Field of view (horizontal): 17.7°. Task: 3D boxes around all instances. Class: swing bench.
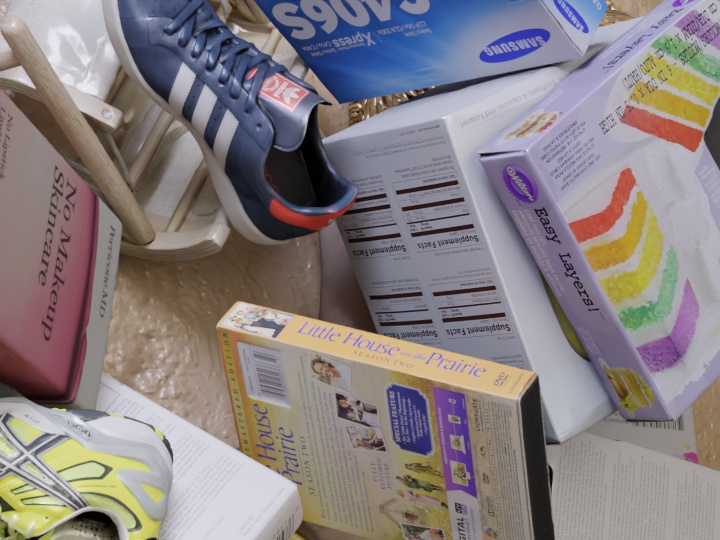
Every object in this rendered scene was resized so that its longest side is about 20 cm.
[{"bbox_3d":[-0.140,-0.139,1.403,0.200,0.129,0.200,47,54,-31],"label":"swing bench"}]

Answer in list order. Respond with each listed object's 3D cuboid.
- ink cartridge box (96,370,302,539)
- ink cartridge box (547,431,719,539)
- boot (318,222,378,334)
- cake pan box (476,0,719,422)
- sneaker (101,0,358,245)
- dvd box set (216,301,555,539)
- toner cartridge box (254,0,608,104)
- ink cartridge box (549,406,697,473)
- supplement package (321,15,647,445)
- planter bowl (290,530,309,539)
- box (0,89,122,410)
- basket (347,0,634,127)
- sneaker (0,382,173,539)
[{"bbox_3d":[-0.158,0.142,1.324,0.199,0.050,0.161,27,54,21],"label":"ink cartridge box"},{"bbox_3d":[0.170,0.169,1.444,0.199,0.050,0.110,19,66,-25],"label":"ink cartridge box"},{"bbox_3d":[0.000,0.000,1.470,0.199,0.070,0.147,-17,85,-20],"label":"boot"},{"bbox_3d":[0.183,-0.042,1.323,0.200,0.052,0.185,-38,110,-30],"label":"cake pan box"},{"bbox_3d":[-0.067,-0.106,1.320,0.200,0.084,0.075,55,51,-24],"label":"sneaker"},{"bbox_3d":[0.016,0.101,1.353,0.029,0.199,0.147,-49,141,-42],"label":"dvd box set"},{"bbox_3d":[0.038,-0.157,1.354,0.095,0.199,0.043,47,55,-30],"label":"toner cartridge box"},{"bbox_3d":[0.145,0.138,1.519,0.144,0.085,0.201,7,70,-29],"label":"ink cartridge box"},{"bbox_3d":[0.110,-0.023,1.391,0.191,0.147,0.201,-27,101,-32],"label":"supplement package"},{"bbox_3d":[-0.060,0.229,1.361,0.199,0.083,0.202,10,70,-29],"label":"planter bowl"},{"bbox_3d":[-0.220,-0.008,1.259,0.200,0.108,0.129,53,40,-63],"label":"box"},{"bbox_3d":[0.089,-0.121,1.584,0.199,0.149,0.143,11,36,-29],"label":"basket"},{"bbox_3d":[-0.194,0.110,1.243,0.199,0.076,0.077,10,52,-19],"label":"sneaker"}]
